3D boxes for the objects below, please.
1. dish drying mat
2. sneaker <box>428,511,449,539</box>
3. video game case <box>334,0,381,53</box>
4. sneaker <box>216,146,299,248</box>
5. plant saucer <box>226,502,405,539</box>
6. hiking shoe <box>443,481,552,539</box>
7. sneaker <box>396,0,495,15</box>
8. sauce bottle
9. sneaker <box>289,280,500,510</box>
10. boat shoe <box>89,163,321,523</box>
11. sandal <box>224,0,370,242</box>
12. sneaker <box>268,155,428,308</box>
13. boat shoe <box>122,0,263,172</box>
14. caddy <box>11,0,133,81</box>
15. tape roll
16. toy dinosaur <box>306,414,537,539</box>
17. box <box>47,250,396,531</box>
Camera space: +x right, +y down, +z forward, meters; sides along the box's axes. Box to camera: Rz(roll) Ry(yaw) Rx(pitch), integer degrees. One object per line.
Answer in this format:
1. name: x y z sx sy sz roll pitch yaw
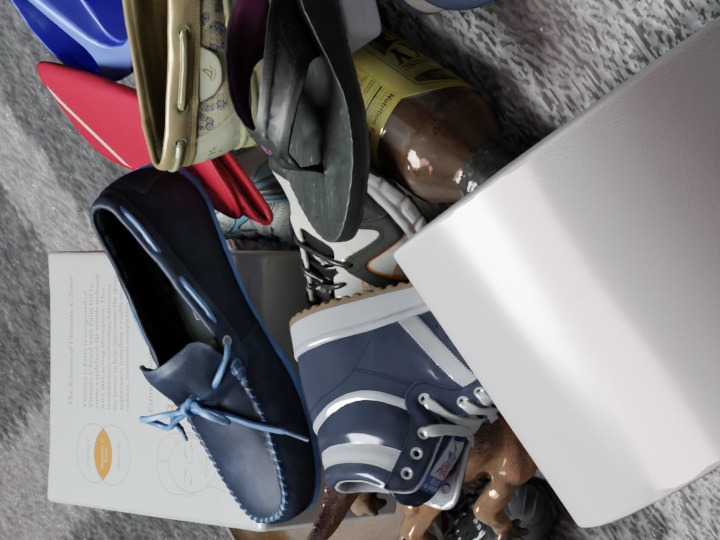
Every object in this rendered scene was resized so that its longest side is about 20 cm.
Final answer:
1. dish drying mat: -0.117 -0.072 1.308 0.200 0.018 0.077 26 154 56
2. sneaker: -0.017 0.150 1.508 0.200 0.077 0.085 17 141 52
3. video game case: -0.058 -0.187 1.185 0.182 0.023 0.201 -25 75 61
4. sneaker: -0.053 -0.040 1.360 0.086 0.078 0.200 45 156 -2
5. plant saucer: -0.021 0.094 1.418 0.199 0.032 0.202 1 91 48
6. hiking shoe: 0.088 0.202 1.413 0.100 0.076 0.201 18 132 -6
7. sneaker: 0.024 -0.211 1.071 0.082 0.070 0.201 1 127 50
8. sauce bottle: 0.026 -0.077 1.207 0.200 0.065 0.065 38 147 29
9. sneaker: 0.062 0.054 1.168 0.199 0.070 0.109 -15 70 22
10. boat shoe: -0.091 0.046 1.245 0.084 0.069 0.201 -31 86 40
11. sandal: -0.040 -0.110 1.099 0.075 0.048 0.202 1 103 64
12. sneaker: 0.000 0.000 1.240 0.074 0.080 0.200 37 170 40
13. boat shoe: -0.094 -0.147 1.140 0.073 0.062 0.201 14 123 63
14. caddy: -0.171 -0.203 1.334 0.201 0.105 0.141 55 151 1
15. tape roll: 0.131 -0.009 0.967 0.140 0.202 0.203 54 152 1
16. toy dinosaur: 0.047 0.079 1.246 0.086 0.199 0.136 -119 14 -47
17. box: -0.083 0.064 1.384 0.199 0.106 0.153 2 92 46
